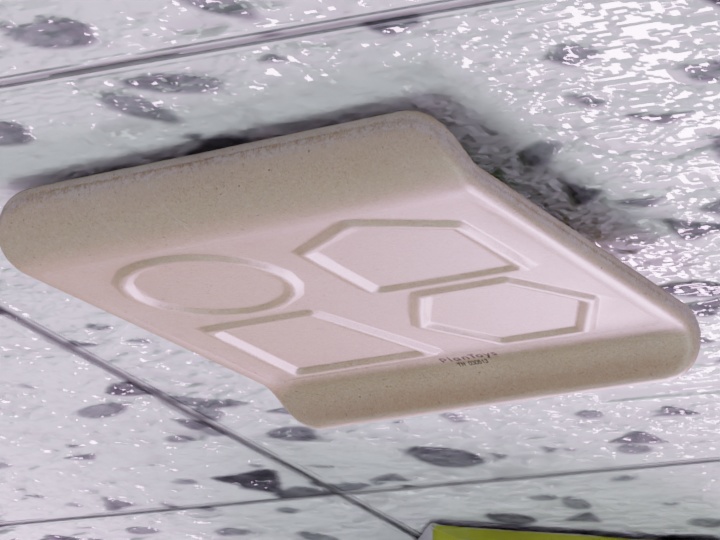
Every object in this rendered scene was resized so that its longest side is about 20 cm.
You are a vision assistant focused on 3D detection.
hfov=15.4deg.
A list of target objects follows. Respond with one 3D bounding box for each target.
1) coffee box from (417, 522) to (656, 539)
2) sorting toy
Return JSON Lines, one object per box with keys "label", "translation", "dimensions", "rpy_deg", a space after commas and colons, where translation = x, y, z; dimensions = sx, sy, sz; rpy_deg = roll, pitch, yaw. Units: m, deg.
{"label": "coffee box", "translation": [0.110, 0.259, 1.416], "dimensions": [0.199, 0.201, 0.198], "rpy_deg": [6, 160, -8]}
{"label": "sorting toy", "translation": [0.000, 0.000, 0.944], "dimensions": [0.184, 0.037, 0.200], "rpy_deg": [-10, 153, 30]}
